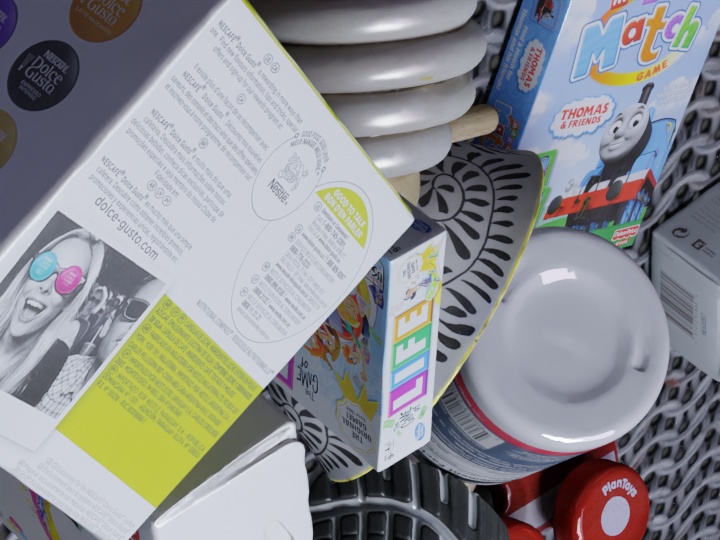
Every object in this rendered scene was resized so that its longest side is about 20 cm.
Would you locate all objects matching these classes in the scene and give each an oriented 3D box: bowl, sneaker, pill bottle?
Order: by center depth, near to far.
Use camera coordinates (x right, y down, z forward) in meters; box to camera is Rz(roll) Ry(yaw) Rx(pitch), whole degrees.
[{"bbox_3d":[0.000,0.000,1.344,0.094,0.201,0.201,32,98,-14],"label":"bowl"},{"bbox_3d":[0.078,0.054,1.429,0.120,0.120,0.200,-36,-179,-22],"label":"pill bottle"},{"bbox_3d":[-0.013,0.151,1.463,0.090,0.200,0.078,62,32,-67],"label":"sneaker"}]

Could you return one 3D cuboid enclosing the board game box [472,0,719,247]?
[{"bbox_3d":[0.131,-0.094,1.494,0.151,0.037,0.200,-13,131,-43],"label":"board game box"}]

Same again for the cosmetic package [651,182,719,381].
[{"bbox_3d":[0.283,-0.026,1.714,0.200,0.074,0.102,-34,144,-22],"label":"cosmetic package"}]

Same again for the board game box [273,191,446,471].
[{"bbox_3d":[-0.042,-0.015,1.210,0.034,0.200,0.135,-30,141,-30],"label":"board game box"}]

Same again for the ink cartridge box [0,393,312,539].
[{"bbox_3d":[-0.117,0.084,1.217,0.084,0.200,0.145,-34,144,-25],"label":"ink cartridge box"}]

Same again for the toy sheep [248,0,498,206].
[{"bbox_3d":[-0.001,-0.112,1.237,0.138,0.138,0.200,-17,107,-41],"label":"toy sheep"}]

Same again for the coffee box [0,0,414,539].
[{"bbox_3d":[-0.135,-0.044,1.068,0.198,0.200,0.200,-48,147,-4],"label":"coffee box"}]

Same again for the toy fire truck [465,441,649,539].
[{"bbox_3d":[0.077,0.112,1.589,0.200,0.112,0.168,-26,114,-31],"label":"toy fire truck"}]
